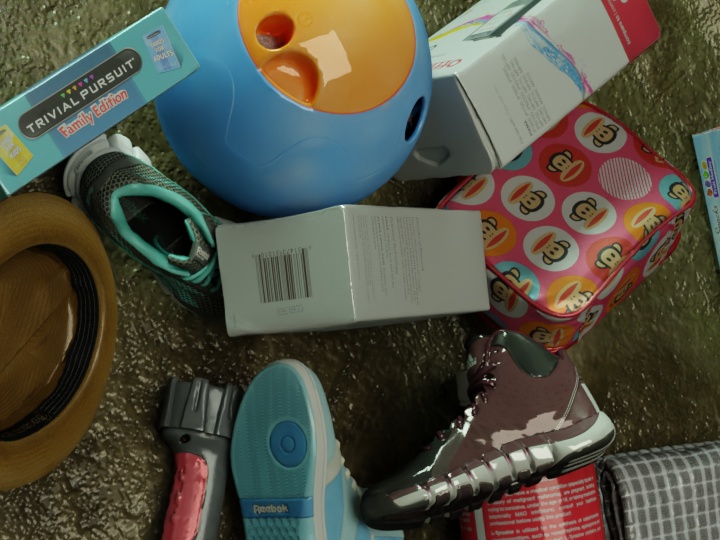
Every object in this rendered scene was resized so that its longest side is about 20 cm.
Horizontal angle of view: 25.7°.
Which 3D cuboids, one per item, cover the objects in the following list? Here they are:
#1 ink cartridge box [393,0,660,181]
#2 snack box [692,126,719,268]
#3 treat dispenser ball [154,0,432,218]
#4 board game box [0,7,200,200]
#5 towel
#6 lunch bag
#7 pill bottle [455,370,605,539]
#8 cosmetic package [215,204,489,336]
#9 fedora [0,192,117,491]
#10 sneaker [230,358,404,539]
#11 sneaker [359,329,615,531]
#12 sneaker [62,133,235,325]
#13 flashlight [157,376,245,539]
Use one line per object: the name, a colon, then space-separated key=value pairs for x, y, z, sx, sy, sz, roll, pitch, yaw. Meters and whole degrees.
ink cartridge box: x=0.114 y=-0.159 z=1.233 sx=0.199 sy=0.147 sz=0.086 roll=-37 pitch=109 yaw=-29
snack box: x=0.410 y=-0.060 z=1.436 sx=0.198 sy=0.067 sz=0.171 roll=-10 pitch=88 yaw=-29
treat dispenser ball: x=-0.048 y=-0.138 z=1.111 sx=0.199 sy=0.200 sz=0.204 roll=4 pitch=82 yaw=-29
board game box: x=-0.208 y=-0.091 z=1.016 sx=0.151 sy=0.199 sz=0.047 roll=-39 pitch=102 yaw=-28
towel: x=0.267 y=0.247 z=1.307 sx=0.164 sy=0.085 sz=0.203 roll=-4 pitch=86 yaw=-29
lunch bag: x=0.149 y=-0.045 z=1.256 sx=0.176 sy=0.082 sz=0.199 roll=41 pitch=61 yaw=20
pill bottle: x=0.129 y=0.173 z=1.222 sx=0.111 sy=0.112 sz=0.203 roll=-7 pitch=87 yaw=-30
cosmetic package: x=0.000 y=0.000 z=1.127 sx=0.199 sy=0.112 sz=0.082 roll=-4 pitch=87 yaw=-60
fedora: x=-0.242 y=0.043 z=1.030 sx=0.200 sy=0.081 sz=0.203 roll=-20 pitch=113 yaw=-58
sneaker: x=-0.025 y=0.156 z=1.141 sx=0.130 sy=0.079 sz=0.203 roll=-12 pitch=103 yaw=-55
sneaker: x=0.077 y=0.109 z=1.141 sx=0.198 sy=0.076 sz=0.117 roll=-16 pitch=70 yaw=-18
sneaker: x=-0.121 y=-0.012 z=1.105 sx=0.199 sy=0.091 sz=0.078 roll=36 pitch=92 yaw=-28
flashlight: x=-0.131 y=0.177 z=1.107 sx=0.068 sy=0.067 sz=0.203 roll=46 pitch=49 yaw=-66
